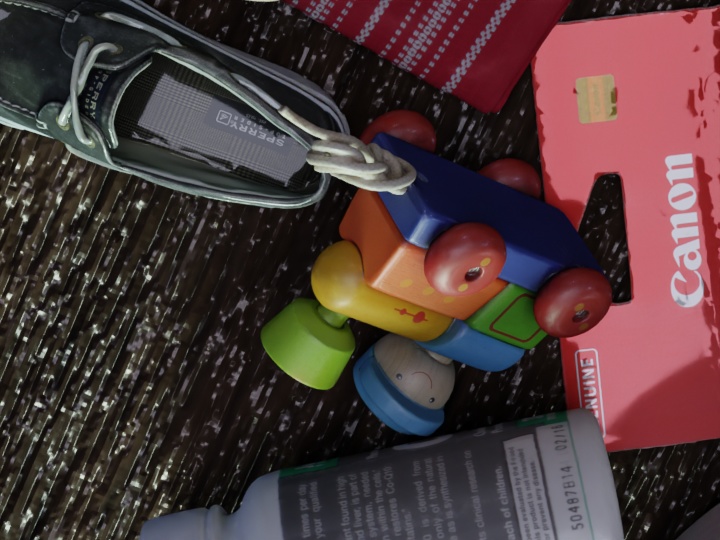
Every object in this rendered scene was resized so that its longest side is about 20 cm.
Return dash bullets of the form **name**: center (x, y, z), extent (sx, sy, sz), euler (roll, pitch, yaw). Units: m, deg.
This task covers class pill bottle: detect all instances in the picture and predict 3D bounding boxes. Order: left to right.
- **pill bottle**: center (0.014, 0.132, 1.055), extent (0.200, 0.113, 0.113), euler (-12, 104, 3)

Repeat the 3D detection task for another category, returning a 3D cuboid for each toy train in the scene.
- **toy train**: center (0.000, 0.000, 1.002), extent (0.200, 0.085, 0.116), euler (20, 120, -45)

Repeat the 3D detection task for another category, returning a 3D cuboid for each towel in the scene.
- **towel**: center (0.011, -0.165, 1.010), extent (0.200, 0.022, 0.145), euler (29, 114, -13)

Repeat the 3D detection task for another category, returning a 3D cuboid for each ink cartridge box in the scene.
- **ink cartridge box**: center (0.170, -0.017, 1.060), extent (0.176, 0.045, 0.200), euler (-8, 104, -1)

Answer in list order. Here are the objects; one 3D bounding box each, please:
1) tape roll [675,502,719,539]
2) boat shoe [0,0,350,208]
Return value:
- **tape roll**: center (0.155, 0.182, 1.029), extent (0.066, 0.200, 0.200), euler (37, 100, -10)
- **boat shoe**: center (-0.098, -0.078, 1.020), extent (0.200, 0.071, 0.072), euler (16, 103, -5)
